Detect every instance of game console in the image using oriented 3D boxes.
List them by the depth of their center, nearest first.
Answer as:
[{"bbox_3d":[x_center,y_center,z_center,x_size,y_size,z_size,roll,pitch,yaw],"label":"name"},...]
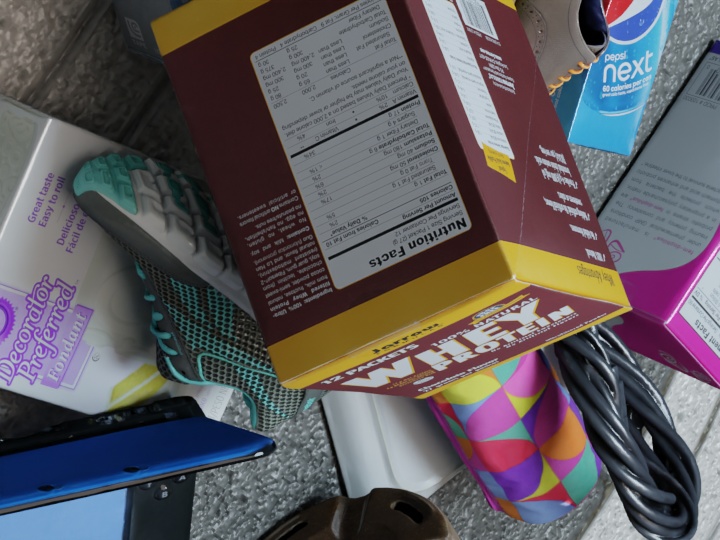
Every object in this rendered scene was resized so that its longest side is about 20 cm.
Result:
[{"bbox_3d":[-0.160,0.141,1.286,0.200,0.118,0.171,-10,129,-24],"label":"game console"}]

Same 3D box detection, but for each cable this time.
[{"bbox_3d":[0.158,0.078,1.512,0.051,0.200,0.163,-26,154,7],"label":"cable"}]

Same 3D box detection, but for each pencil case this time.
[{"bbox_3d":[0.078,0.076,1.505,0.088,0.088,0.200,-50,134,-15],"label":"pencil case"}]

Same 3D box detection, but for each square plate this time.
[{"bbox_3d":[0.059,0.049,1.557,0.200,0.028,0.198,-33,126,-27],"label":"square plate"}]

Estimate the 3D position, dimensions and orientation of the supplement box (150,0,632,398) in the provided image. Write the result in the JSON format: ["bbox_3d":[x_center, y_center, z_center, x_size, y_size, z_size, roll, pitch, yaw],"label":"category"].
[{"bbox_3d":[0.021,-0.052,1.263,0.197,0.133,0.200,11,56,-67],"label":"supplement box"}]

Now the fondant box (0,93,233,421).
[{"bbox_3d":[-0.140,0.005,1.338,0.200,0.058,0.144,22,92,-44],"label":"fondant box"}]

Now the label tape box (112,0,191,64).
[{"bbox_3d":[-0.078,-0.228,1.293,0.143,0.066,0.200,-34,125,-28],"label":"label tape box"}]

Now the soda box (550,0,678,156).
[{"bbox_3d":[0.155,-0.178,1.520,0.064,0.068,0.200,8,102,-44],"label":"soda box"}]

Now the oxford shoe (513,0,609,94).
[{"bbox_3d":[0.105,-0.127,1.465,0.071,0.073,0.200,-50,160,-54],"label":"oxford shoe"}]

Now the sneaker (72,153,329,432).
[{"bbox_3d":[-0.085,0.019,1.297,0.091,0.078,0.200,-43,117,16],"label":"sneaker"}]

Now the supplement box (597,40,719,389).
[{"bbox_3d":[0.241,-0.037,1.634,0.200,0.101,0.103,-54,135,-10],"label":"supplement box"}]

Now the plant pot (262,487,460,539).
[{"bbox_3d":[0.023,0.254,1.508,0.200,0.200,0.198,-40,122,-23],"label":"plant pot"}]
